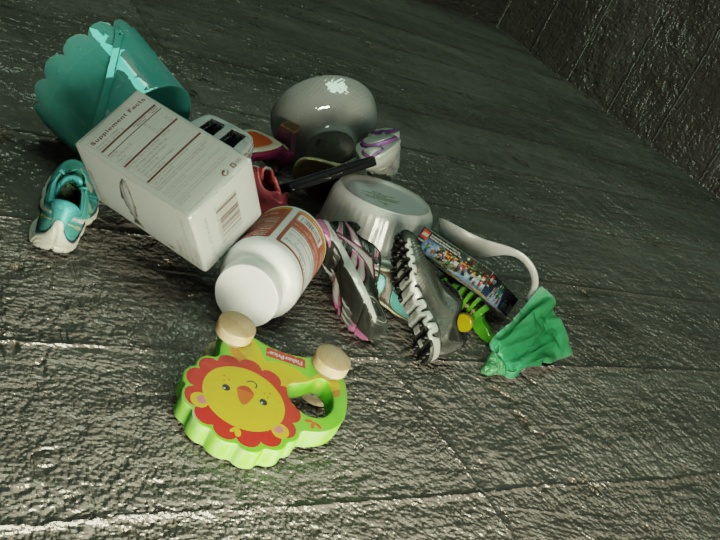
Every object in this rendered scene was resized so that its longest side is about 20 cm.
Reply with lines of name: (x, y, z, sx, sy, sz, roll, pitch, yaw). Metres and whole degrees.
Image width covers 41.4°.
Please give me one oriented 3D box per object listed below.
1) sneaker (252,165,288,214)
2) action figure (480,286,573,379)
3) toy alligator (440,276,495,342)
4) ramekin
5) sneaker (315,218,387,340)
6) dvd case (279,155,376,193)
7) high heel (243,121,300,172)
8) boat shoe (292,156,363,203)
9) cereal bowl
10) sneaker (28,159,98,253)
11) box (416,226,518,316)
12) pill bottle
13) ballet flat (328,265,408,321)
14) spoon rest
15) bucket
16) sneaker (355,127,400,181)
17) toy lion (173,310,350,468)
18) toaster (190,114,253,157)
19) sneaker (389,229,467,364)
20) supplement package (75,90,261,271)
sneaker: (-0.165, -0.135, 1.502, 0.073, 0.087, 0.200, 3, 34, -42)
action figure: (0.245, 0.113, 1.456, 0.199, 0.054, 0.119, -26, 86, -46)
toy alligator: (0.139, 0.039, 1.512, 0.199, 0.055, 0.059, 36, 26, 17)
ramekin: (0.027, -0.082, 1.555, 0.200, 0.095, 0.203, 17, 22, -7)
sneaker: (0.000, 0.000, 1.359, 0.085, 0.081, 0.202, -11, 61, -27)
dvd case: (-0.062, -0.151, 1.530, 0.141, 0.018, 0.200, -19, 7, -11)
high heel: (-0.164, -0.187, 1.598, 0.067, 0.097, 0.200, 34, 28, 16)
boat shoe: (-0.042, -0.156, 1.690, 0.198, 0.073, 0.065, 17, 21, -34)
cereal bowl: (-0.062, -0.253, 1.722, 0.198, 0.200, 0.084, 10, 52, -32)
sneaker: (-0.372, -0.096, 1.231, 0.077, 0.080, 0.201, 18, 26, -19)
box: (0.171, 0.004, 1.526, 0.136, 0.038, 0.200, 36, 1, 24)
pill bottle: (-0.121, -0.005, 1.269, 0.111, 0.113, 0.200, 28, 25, 2)
ballet flat: (0.044, 0.024, 1.443, 0.198, 0.070, 0.070, 27, 25, -1)
spoon rest: (0.210, -0.029, 1.545, 0.199, 0.061, 0.099, 36, 0, 3)
bucket: (-0.356, -0.240, 1.384, 0.135, 0.208, 0.206, 44, 29, 16)
sneaker: (0.040, -0.188, 1.647, 0.074, 0.101, 0.200, -1, 15, 12)
toy lion: (-0.108, 0.145, 1.069, 0.198, 0.069, 0.193, 20, 33, -17)
toaster: (-0.229, -0.143, 1.404, 0.113, 0.130, 0.200, 28, 25, 1)
sneaker: (0.102, 0.035, 1.382, 0.089, 0.066, 0.202, -5, 68, -27)
supplement package: (-0.242, -0.115, 1.216, 0.199, 0.117, 0.117, 32, 64, 22)
